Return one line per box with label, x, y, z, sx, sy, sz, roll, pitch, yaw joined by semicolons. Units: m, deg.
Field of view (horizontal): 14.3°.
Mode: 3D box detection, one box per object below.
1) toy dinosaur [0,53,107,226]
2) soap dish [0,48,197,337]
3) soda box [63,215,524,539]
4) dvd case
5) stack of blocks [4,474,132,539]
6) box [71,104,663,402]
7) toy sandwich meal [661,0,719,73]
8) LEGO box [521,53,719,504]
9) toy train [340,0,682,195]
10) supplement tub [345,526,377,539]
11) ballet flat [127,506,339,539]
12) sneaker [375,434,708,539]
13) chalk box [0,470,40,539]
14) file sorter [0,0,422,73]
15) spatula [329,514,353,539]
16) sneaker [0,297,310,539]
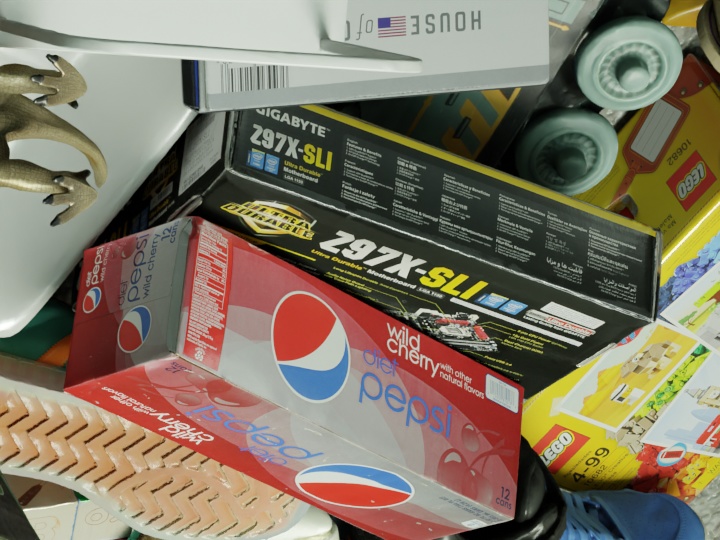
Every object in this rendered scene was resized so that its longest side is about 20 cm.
toy dinosaur;-0.136;-0.056;1.015;0.199;0.101;0.059;6;100;-47
soap dish;-0.148;-0.077;1.114;0.157;0.081;0.200;19;119;-41
soda box;-0.023;0.048;1.170;0.070;0.064;0.200;-17;146;41
dvd case;0.001;-0.165;1.078;0.150;0.025;0.201;-6;102;-24
stack of blocks;-0.200;0.110;1.244;0.199;0.115;0.059;-7;134;-24
box;0.000;0.000;1.198;0.199;0.050;0.160;19;149;-21
toy sandwich meal;0.209;-0.065;1.262;0.205;0.206;0.070;19;138;-40
LEGO box;0.152;0.014;1.373;0.149;0.077;0.200;22;118;-42
toy train;0.054;-0.077;1.233;0.114;0.085;0.200;17;125;-24
supplement tub;0.026;0.167;1.421;0.199;0.123;0.123;15;122;-38
ballet flat;-0.022;0.089;1.293;0.200;0.072;0.068;-45;154;-29
sneaker;0.087;0.118;1.318;0.199;0.077;0.112;-15;131;-30
chalk box;-0.214;0.091;1.095;0.124;0.125;0.200;-38;149;7
file sorter;-0.046;-0.168;0.974;0.138;0.124;0.201;2;98;-21
spatula;-0.014;0.135;1.309;0.020;0.201;0.057;-1;142;31
sneaker;-0.113;0.053;1.225;0.199;0.080;0.072;19;124;-14
